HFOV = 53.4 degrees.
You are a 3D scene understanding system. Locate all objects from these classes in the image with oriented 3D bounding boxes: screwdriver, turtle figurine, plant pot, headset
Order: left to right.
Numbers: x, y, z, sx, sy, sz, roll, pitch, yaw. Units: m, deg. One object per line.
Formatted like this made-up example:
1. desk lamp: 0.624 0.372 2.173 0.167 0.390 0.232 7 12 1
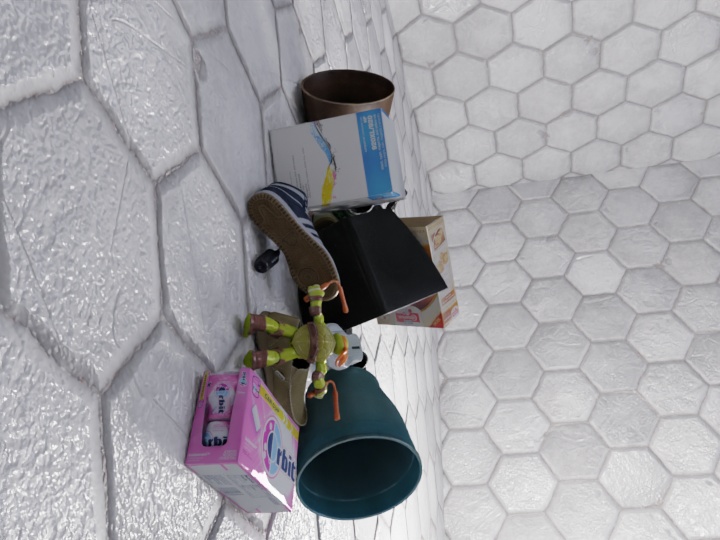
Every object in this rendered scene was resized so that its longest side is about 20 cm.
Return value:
1. screwdriver: -0.127 -0.031 1.145 0.029 0.028 0.200 53 19 -3
2. turtle figurine: -0.079 0.111 0.995 0.064 0.160 0.201 172 -81 -65
3. plant pot: -0.029 -0.283 1.466 0.187 0.186 0.201 -80 174 -54
4. plant pot: -0.016 0.269 1.174 0.188 0.199 0.201 -106 180 -53
5. plant pot: 0.000 0.000 1.276 0.199 0.200 0.178 -17 84 -49
6. headset: 0.020 -0.134 1.469 0.200 0.094 0.124 -8 57 -56

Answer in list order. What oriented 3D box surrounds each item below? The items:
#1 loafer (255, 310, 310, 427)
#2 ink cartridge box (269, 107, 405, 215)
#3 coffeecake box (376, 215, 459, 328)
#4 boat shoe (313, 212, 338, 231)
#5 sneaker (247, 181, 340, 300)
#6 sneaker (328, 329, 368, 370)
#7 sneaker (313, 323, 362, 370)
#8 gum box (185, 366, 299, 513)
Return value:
1. loafer: -0.105 0.154 1.065 0.076 0.067 0.201 -72 153 -63
2. ink cartridge box: -0.037 -0.183 1.249 0.147 0.199 0.146 -9 90 -78
3. coffeecake box: 0.094 0.003 1.373 0.073 0.153 0.201 -33 116 -50
4. boat shoe: -0.045 -0.051 1.469 0.063 0.073 0.201 -102 166 -44
5. sneaker: -0.092 -0.052 1.121 0.200 0.070 0.109 54 18 -15
6. sneaker: -0.024 0.167 1.397 0.200 0.087 0.074 -75 156 -61
7. sneaker: -0.052 0.131 1.145 0.200 0.070 0.073 39 36 -71
8. gum box: -0.138 0.211 0.874 0.200 0.066 0.114 67 21 -53
